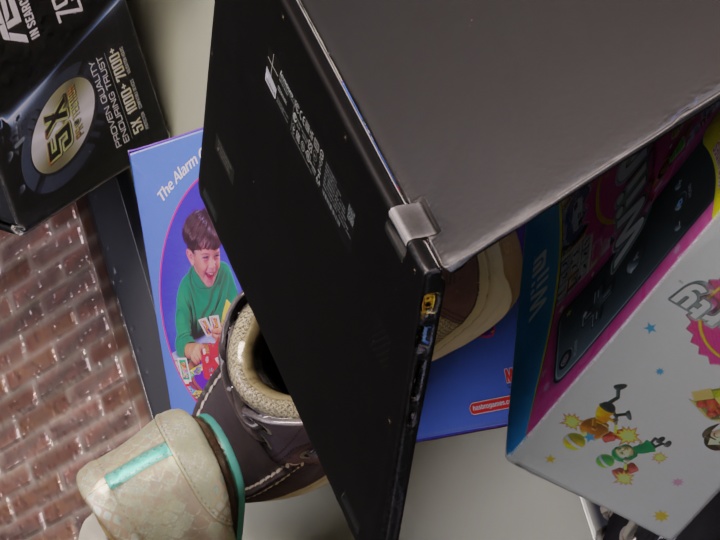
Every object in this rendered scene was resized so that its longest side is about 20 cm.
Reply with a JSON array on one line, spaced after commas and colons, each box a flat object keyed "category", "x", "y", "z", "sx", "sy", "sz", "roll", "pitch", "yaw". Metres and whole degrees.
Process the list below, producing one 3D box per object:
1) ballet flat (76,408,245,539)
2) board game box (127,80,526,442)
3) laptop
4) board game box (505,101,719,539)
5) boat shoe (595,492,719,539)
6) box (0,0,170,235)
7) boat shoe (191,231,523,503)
[{"category": "ballet flat", "x": -0.075, "y": 0.119, "z": 1.048, "sx": 0.067, "sy": 0.062, "sz": 0.200, "roll": 54, "pitch": 161, "yaw": 34}, {"category": "board game box", "x": 0.000, "y": 0.000, "z": 1.048, "sx": 0.200, "sy": 0.045, "sz": 0.135, "roll": -14, "pitch": 85, "yaw": 47}, {"category": "laptop", "x": 0.036, "y": -0.048, "z": 0.861, "sx": 0.187, "sy": 0.116, "sz": 0.200, "roll": -116, "pitch": 25, "yaw": -43}, {"category": "board game box", "x": 0.124, "y": -0.039, "z": 0.844, "sx": 0.200, "sy": 0.064, "sz": 0.148, "roll": -54, "pitch": 17, "yaw": 36}, {"category": "boat shoe", "x": 0.112, "y": 0.083, "z": 0.916, "sx": 0.200, "sy": 0.074, "sz": 0.060, "roll": -53, "pitch": 58, "yaw": 33}, {"category": "box", "x": -0.183, "y": -0.132, "z": 1.146, "sx": 0.164, "sy": 0.086, "sz": 0.200, "roll": 18, "pitch": 133, "yaw": 45}, {"category": "boat shoe", "x": -0.019, "y": 0.029, "z": 0.982, "sx": 0.200, "sy": 0.065, "sz": 0.072, "roll": -40, "pitch": 69, "yaw": 50}]
